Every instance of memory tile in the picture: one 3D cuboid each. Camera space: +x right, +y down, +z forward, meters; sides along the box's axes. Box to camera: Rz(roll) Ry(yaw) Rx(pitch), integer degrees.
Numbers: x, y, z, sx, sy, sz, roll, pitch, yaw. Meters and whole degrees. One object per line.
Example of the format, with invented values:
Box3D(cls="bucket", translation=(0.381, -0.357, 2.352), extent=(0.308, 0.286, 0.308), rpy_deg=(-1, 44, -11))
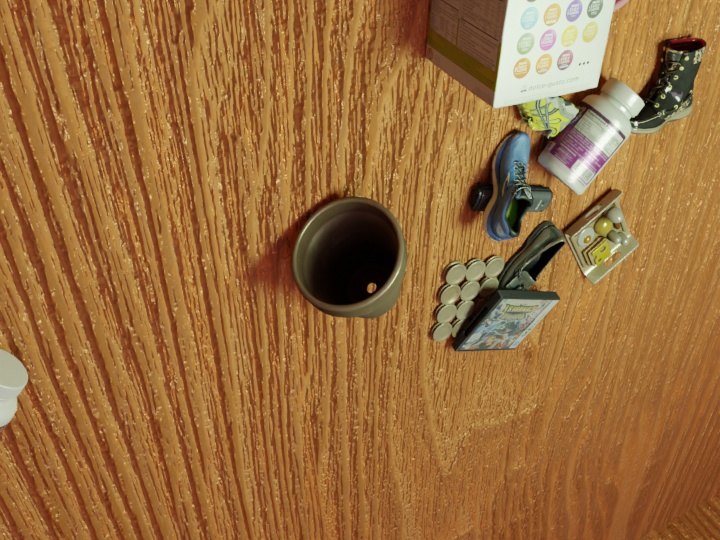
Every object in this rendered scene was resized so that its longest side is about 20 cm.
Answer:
Box3D(cls="memory tile", translation=(0.224, 0.060, 1.560), extent=(0.149, 0.017, 0.204), rpy_deg=(-11, 129, -26))

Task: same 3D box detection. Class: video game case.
Box3D(cls="video game case", translation=(0.319, 0.112, 1.615), extent=(0.196, 0.026, 0.182), rpy_deg=(2, 136, -38))

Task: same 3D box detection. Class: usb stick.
Box3D(cls="usb stick", translation=(0.295, -0.140, 1.440), extent=(0.195, 0.033, 0.057), rpy_deg=(-2, 124, -32))

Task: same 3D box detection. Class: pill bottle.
Box3D(cls="pill bottle", translation=(-0.587, 0.217, 1.099), extent=(0.201, 0.113, 0.111), rpy_deg=(-49, 134, 11))
Box3D(cls="pill bottle", translation=(0.435, -0.254, 1.386), extent=(0.111, 0.113, 0.202), rpy_deg=(26, 108, -42))

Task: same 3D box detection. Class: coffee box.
Box3D(cls="coffee box", translation=(0.233, -0.388, 1.092), extent=(0.195, 0.201, 0.202), rpy_deg=(-15, 130, -21))

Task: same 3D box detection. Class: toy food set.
Box3D(cls="toy food set", translation=(0.540, -0.070, 1.629), extent=(0.143, 0.061, 0.200), rpy_deg=(-41, 134, 1))

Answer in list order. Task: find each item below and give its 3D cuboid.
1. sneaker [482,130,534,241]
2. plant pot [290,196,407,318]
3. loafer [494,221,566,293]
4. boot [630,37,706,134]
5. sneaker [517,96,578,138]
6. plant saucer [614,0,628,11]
Box3D(cls="sneaker", translation=(0.289, -0.153, 1.357), extent=(0.077, 0.088, 0.206), rpy_deg=(8, 92, -32))
Box3D(cls="plant pot", translation=(0.000, 0.000, 1.272), extent=(0.199, 0.202, 0.175), rpy_deg=(-39, 153, 1))
Box3D(cls="loafer", translation=(0.358, -0.006, 1.560), extent=(0.071, 0.063, 0.203), rpy_deg=(16, 113, -39))
Box3D(cls="boot", translation=(0.587, -0.357, 1.429), extent=(0.196, 0.073, 0.154), rpy_deg=(-20, 133, -23))
Box3D(cls="sneaker", translation=(0.311, -0.290, 1.306), extent=(0.197, 0.076, 0.077), rpy_deg=(17, 114, -38))
Box3D(cls="plant saucer", translation=(0.397, -0.522, 1.199), extent=(0.196, 0.051, 0.205), rpy_deg=(-17, 130, -21))
